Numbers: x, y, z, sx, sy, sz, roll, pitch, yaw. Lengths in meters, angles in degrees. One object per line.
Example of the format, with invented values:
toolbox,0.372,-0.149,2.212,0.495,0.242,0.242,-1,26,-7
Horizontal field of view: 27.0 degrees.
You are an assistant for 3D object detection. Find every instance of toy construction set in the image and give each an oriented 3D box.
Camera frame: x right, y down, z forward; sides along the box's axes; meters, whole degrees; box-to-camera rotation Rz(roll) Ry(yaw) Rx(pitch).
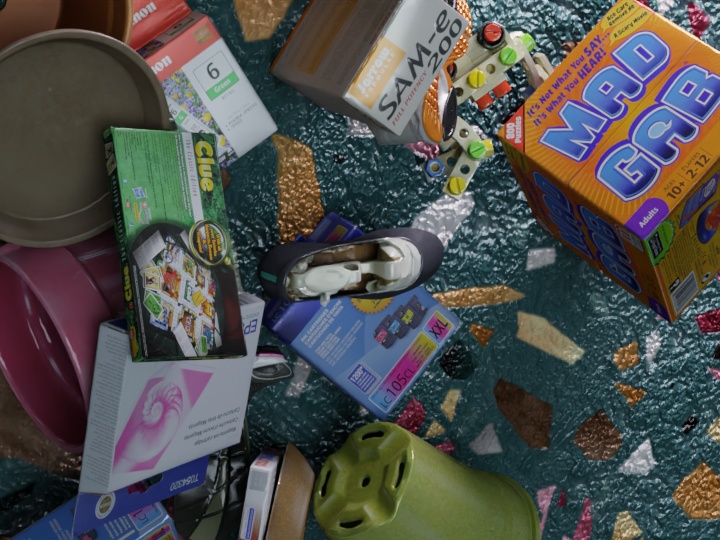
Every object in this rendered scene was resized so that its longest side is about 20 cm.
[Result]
toy construction set,0.132,-0.176,1.547,0.199,0.092,0.132,-36,90,-20

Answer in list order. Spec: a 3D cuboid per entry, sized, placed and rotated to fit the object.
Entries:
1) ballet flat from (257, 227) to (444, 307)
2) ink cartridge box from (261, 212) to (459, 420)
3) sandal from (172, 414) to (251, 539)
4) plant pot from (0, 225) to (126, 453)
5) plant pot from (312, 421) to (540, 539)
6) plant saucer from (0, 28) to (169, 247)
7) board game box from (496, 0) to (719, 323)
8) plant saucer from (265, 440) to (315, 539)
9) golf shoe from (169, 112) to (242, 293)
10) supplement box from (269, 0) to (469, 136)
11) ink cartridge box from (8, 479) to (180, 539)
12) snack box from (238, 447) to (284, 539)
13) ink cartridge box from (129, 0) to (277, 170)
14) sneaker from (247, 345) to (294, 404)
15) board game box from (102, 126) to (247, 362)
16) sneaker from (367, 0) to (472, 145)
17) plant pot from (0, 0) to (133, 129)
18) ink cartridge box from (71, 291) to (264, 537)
ballet flat,0.000,0.000,1.450,0.198,0.073,0.074,-6,106,-21
ink cartridge box,-0.015,0.038,1.540,0.200,0.076,0.137,40,85,-25
sandal,-0.148,0.180,1.535,0.079,0.057,0.203,4,88,-6
plant pot,-0.233,0.042,1.398,0.178,0.199,0.202,-27,113,-31
plant pot,0.054,0.256,1.549,0.201,0.200,0.184,-51,125,-4
plant saucer,-0.259,-0.114,1.273,0.198,0.029,0.202,-16,126,-23
board game box,0.295,-0.112,1.535,0.200,0.200,0.200,-47,149,-6
plant saucer,-0.076,0.275,1.513,0.035,0.200,0.202,11,99,0
golf shoe,-0.176,-0.050,1.362,0.097,0.078,0.201,-27,69,-8
supplement box,0.004,-0.211,1.421,0.073,0.200,0.127,32,90,-27
ink cartridge box,-0.278,0.284,1.457,0.199,0.137,0.077,-31,69,-13
snack box,-0.097,0.221,1.488,0.024,0.200,0.073,8,88,1
ink cartridge box,-0.177,-0.188,1.430,0.109,0.050,0.201,-37,115,-10
sneaker,-0.155,0.136,1.478,0.198,0.080,0.087,-19,95,9
board game box,-0.157,-0.022,1.271,0.104,0.023,0.202,1,73,-34
sneaker,0.050,-0.211,1.482,0.076,0.091,0.202,45,47,-44
plant pot,-0.312,-0.234,1.309,0.198,0.140,0.202,-7,106,-23
ink cartridge box,-0.170,0.130,1.345,0.196,0.043,0.202,-15,118,-58
